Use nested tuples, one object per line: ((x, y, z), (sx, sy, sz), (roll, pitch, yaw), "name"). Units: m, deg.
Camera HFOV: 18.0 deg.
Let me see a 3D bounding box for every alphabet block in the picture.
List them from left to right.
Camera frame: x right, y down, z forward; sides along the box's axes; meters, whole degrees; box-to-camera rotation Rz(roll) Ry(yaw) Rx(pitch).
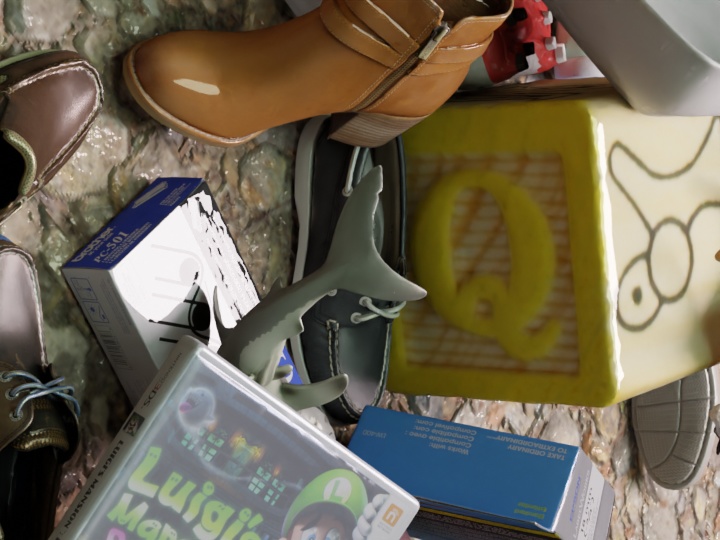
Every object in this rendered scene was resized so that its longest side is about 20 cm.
((0.137, -0.026, 1.499), (0.200, 0.196, 0.196), (-13, 99, -49), "alphabet block")

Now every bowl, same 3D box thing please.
((0.197, -0.169, 1.429), (0.199, 0.075, 0.200), (-10, 54, -46), "bowl")

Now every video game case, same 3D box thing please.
((-0.077, 0.159, 1.239), (0.200, 0.023, 0.182), (39, 81, -39), "video game case")

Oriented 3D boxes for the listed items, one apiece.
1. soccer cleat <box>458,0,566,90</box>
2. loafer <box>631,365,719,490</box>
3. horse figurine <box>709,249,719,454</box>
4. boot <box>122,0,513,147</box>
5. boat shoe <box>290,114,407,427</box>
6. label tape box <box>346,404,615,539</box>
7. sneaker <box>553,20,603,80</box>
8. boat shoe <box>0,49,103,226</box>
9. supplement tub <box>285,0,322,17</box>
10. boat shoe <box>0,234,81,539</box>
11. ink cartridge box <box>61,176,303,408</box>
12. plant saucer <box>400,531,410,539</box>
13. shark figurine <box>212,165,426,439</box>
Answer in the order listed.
((0.085, -0.157, 1.537), (0.200, 0.085, 0.069), (-39, 118, -70), "soccer cleat")
((0.248, 0.064, 1.733), (0.063, 0.072, 0.201), (-6, 93, -57), "loafer")
((0.262, 0.005, 1.455), (0.201, 0.050, 0.133), (-67, 148, -32), "horse figurine")
((-0.023, -0.136, 1.312), (0.199, 0.155, 0.074), (2, 64, -31), "boot")
((0.000, 0.000, 1.440), (0.074, 0.060, 0.201), (1, 90, -50), "boat shoe")
((0.071, 0.132, 1.413), (0.200, 0.143, 0.064), (47, 55, -67), "label tape box")
((0.213, -0.185, 1.681), (0.200, 0.073, 0.119), (7, 81, -52), "sneaker")
((-0.194, -0.054, 1.198), (0.202, 0.075, 0.075), (-45, 123, -39), "boat shoe")
((0.042, -0.232, 1.437), (0.200, 0.122, 0.123), (-46, 124, -40), "supplement tub")
((-0.185, 0.081, 1.213), (0.072, 0.072, 0.201), (-2, 92, -50), "boat shoe")
((-0.093, 0.053, 1.343), (0.094, 0.044, 0.201), (-46, 125, -37), "ink cartridge box")
((-0.039, 0.232, 1.379), (0.200, 0.051, 0.201), (-32, 131, -47), "plant saucer")
((-0.055, 0.032, 1.277), (0.128, 0.215, 0.090), (-7, 55, -23), "shark figurine")
